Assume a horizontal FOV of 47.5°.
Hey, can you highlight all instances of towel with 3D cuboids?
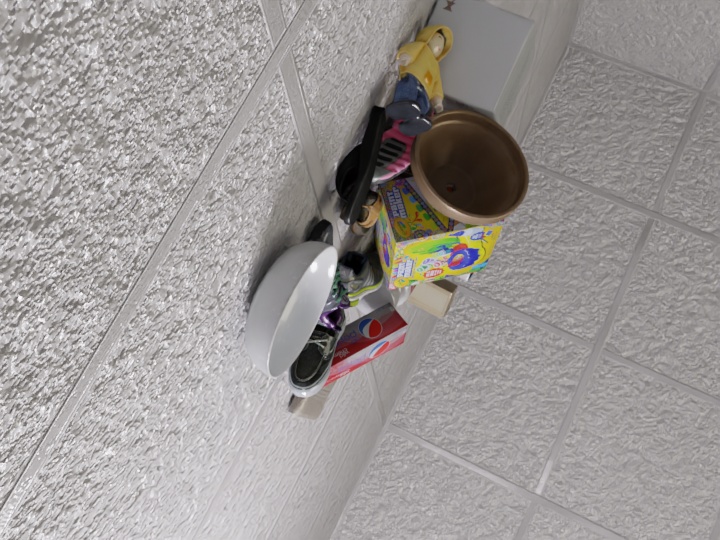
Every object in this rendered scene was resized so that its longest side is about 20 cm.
[{"bbox_3d":[-0.091,0.235,1.656,0.200,0.034,0.133,59,54,-75],"label":"towel"}]

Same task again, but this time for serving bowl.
[{"bbox_3d":[-0.105,0.045,1.132,0.200,0.066,0.200,-60,167,-24],"label":"serving bowl"}]

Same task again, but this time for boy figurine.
[{"bbox_3d":[0.099,-0.302,1.277,0.124,0.064,0.200,48,49,-38],"label":"boy figurine"}]

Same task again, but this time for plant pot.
[{"bbox_3d":[0.164,-0.154,1.332,0.201,0.201,0.093,-59,-174,-30],"label":"plant pot"}]

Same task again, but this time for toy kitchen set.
[{"bbox_3d":[0.151,0.027,1.946,0.200,0.180,0.163,-45,158,-49],"label":"toy kitchen set"}]

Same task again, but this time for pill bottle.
[{"bbox_3d":[0.063,0.003,1.671,0.200,0.116,0.116,-53,163,-48],"label":"pill bottle"}]

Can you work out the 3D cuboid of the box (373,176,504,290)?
[{"bbox_3d":[0.133,-0.075,1.469,0.200,0.192,0.122,93,-16,-66],"label":"box"}]

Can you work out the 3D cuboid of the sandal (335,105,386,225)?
[{"bbox_3d":[-0.005,-0.159,1.246,0.075,0.048,0.201,81,22,-67],"label":"sandal"}]

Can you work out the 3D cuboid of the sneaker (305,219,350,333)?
[{"bbox_3d":[-0.046,0.010,1.268,0.074,0.087,0.200,-55,164,-44],"label":"sneaker"}]

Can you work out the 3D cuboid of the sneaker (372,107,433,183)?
[{"bbox_3d":[0.058,-0.202,1.376,0.200,0.079,0.095,-56,176,-36],"label":"sneaker"}]

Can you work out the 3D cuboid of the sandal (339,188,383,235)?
[{"bbox_3d":[0.010,-0.099,1.381,0.082,0.055,0.200,-64,168,-11],"label":"sandal"}]

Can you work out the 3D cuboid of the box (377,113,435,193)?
[{"bbox_3d":[0.105,-0.202,1.563,0.200,0.075,0.100,-60,167,-20],"label":"box"}]

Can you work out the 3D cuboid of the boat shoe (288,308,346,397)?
[{"bbox_3d":[-0.079,0.129,1.444,0.071,0.072,0.200,88,17,-46],"label":"boat shoe"}]

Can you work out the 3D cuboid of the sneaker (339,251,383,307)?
[{"bbox_3d":[0.000,0.000,1.504,0.200,0.074,0.081,-47,154,-63],"label":"sneaker"}]

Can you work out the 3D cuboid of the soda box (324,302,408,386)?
[{"bbox_3d":[-0.010,0.140,1.538,0.200,0.063,0.070,-27,151,-23],"label":"soda box"}]

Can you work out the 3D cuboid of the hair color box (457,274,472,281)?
[{"bbox_3d":[0.163,-0.068,1.761,0.061,0.200,0.100,-45,157,-59],"label":"hair color box"}]

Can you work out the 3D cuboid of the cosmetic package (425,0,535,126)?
[{"bbox_3d":[0.194,-0.352,1.419,0.167,0.167,0.200,-66,168,2],"label":"cosmetic package"}]
